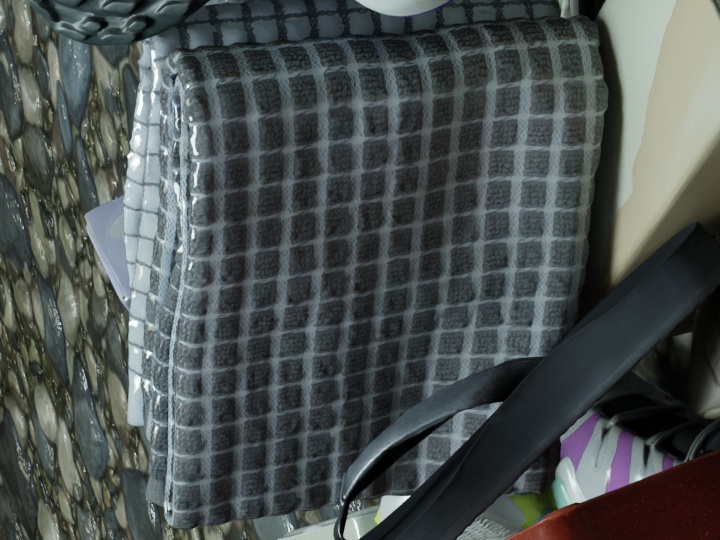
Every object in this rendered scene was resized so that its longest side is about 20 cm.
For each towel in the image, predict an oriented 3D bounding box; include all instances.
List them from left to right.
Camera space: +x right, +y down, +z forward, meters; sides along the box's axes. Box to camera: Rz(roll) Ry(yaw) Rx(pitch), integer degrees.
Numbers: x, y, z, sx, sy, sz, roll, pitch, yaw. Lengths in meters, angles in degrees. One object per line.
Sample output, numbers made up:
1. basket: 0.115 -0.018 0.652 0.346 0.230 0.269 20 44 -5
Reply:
1. towel: 0.000 0.000 0.825 0.086 0.164 0.202 -130 37 -53

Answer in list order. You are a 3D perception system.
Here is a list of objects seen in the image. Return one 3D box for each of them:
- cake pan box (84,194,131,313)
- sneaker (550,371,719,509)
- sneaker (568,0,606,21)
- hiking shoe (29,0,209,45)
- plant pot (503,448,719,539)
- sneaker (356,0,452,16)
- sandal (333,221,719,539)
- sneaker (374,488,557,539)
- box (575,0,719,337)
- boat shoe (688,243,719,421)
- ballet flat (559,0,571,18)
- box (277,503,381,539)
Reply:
1. cake pan box: 0.006 -0.008 0.950 0.053 0.199 0.185 59 177 32
2. sneaker: 0.143 0.070 0.889 0.200 0.077 0.141 50 145 32
3. sneaker: 0.094 -0.181 0.876 0.147 0.076 0.204 -116 17 -51
4. hiking shoe: -0.043 -0.163 0.747 0.201 0.074 0.087 -56 9 18
5. plant pot: 0.110 0.164 0.768 0.200 0.199 0.178 -36 73 50
6. sneaker: 0.027 -0.148 0.823 0.146 0.080 0.201 43 -155 -54
7. sandal: 0.043 0.051 0.789 0.043 0.200 0.076 46 178 0
8. sneaker: 0.054 0.081 1.007 0.200 0.075 0.106 38 -135 -67
9. box: 0.127 -0.052 0.830 0.200 0.094 0.078 115 138 -58
10. boat shoe: 0.173 -0.002 0.758 0.200 0.071 0.076 124 160 -54
11. ballet flat: 0.073 -0.105 0.971 0.201 0.071 0.072 100 149 -41
12. box: 0.047 0.212 1.134 0.128 0.108 0.202 151 106 -67
